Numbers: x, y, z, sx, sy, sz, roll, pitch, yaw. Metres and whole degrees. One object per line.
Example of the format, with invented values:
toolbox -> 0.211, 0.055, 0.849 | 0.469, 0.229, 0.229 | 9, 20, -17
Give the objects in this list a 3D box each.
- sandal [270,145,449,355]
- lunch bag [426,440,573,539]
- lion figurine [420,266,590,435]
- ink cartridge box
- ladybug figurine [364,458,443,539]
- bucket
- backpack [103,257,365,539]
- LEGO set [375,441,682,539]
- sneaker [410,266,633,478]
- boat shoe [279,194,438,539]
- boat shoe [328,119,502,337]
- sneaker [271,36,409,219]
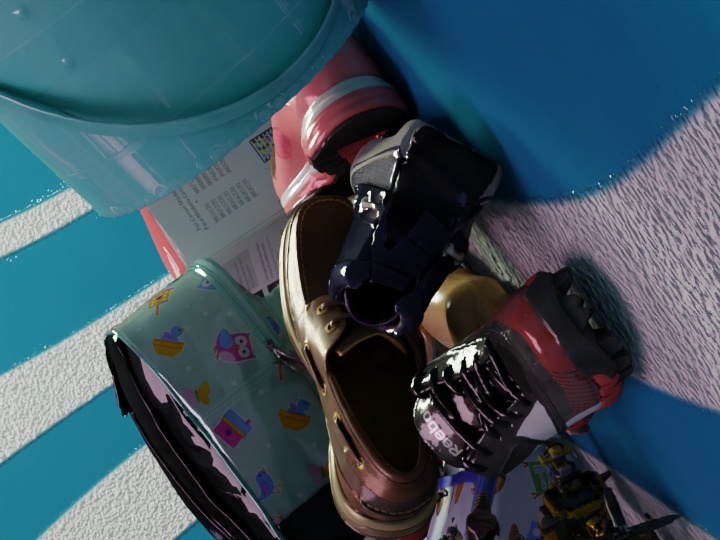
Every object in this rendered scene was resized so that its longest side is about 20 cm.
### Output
sandal -> -0.005, 0.003, 1.393 | 0.212, 0.078, 0.070 | 60, -160, 9
lunch bag -> 0.081, 0.174, 1.397 | 0.200, 0.075, 0.161 | 134, 148, -81
lion figurine -> 0.056, 0.026, 1.250 | 0.200, 0.072, 0.123 | 16, 132, 58
ink cartridge box -> -0.095, -0.023, 1.551 | 0.084, 0.175, 0.200 | 54, 172, 15
ladybug figurine -> 0.020, 0.142, 1.541 | 0.200, 0.072, 0.136 | 18, -109, -84
bucket -> -0.103, -0.133, 1.057 | 0.135, 0.207, 0.207 | 49, 176, -18
backpack -> -0.061, 0.084, 1.354 | 0.200, 0.153, 0.176 | 43, 169, 8
LEGO set -> 0.072, 0.156, 1.195 | 0.154, 0.199, 0.116 | -110, 1, -57
sneaker -> 0.075, 0.057, 1.078 | 0.071, 0.098, 0.200 | 57, 172, 10
boat shoe -> 0.004, 0.041, 1.178 | 0.068, 0.072, 0.201 | 105, 154, -60
boat shoe -> 0.014, -0.014, 1.120 | 0.075, 0.093, 0.200 | 29, 172, 0
sneaker -> -0.018, -0.092, 1.236 | 0.200, 0.074, 0.087 | 117, 130, -74
